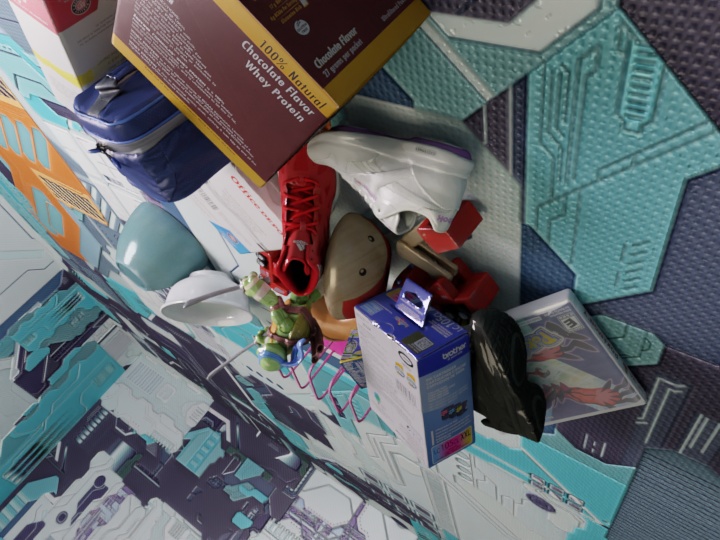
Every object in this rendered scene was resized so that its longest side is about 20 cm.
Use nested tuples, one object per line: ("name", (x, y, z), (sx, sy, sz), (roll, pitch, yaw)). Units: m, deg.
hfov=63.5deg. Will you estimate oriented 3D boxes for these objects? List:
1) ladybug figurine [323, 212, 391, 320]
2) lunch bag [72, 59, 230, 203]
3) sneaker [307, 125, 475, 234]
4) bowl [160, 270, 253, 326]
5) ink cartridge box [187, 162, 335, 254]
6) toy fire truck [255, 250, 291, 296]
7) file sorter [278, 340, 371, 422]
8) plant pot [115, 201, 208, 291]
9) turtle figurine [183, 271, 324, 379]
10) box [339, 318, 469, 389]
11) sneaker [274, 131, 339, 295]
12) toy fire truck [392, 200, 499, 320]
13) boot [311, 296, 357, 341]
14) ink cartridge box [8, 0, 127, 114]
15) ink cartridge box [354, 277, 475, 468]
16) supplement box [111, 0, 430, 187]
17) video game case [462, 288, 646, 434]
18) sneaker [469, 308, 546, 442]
("ladybug figurine", (0.000, 0.000, 0.759), (0.072, 0.136, 0.200), (11, 169, 6))
("lunch bag", (-0.216, -0.182, 0.654), (0.136, 0.200, 0.132), (24, 150, 37))
("sneaker", (0.016, -0.094, 0.601), (0.200, 0.075, 0.100), (20, 105, 36))
("bowl", (-0.335, 0.057, 1.289), (0.200, 0.091, 0.201), (0, 160, 0))
("ink cartridge box", (-0.152, -0.105, 0.829), (0.200, 0.086, 0.147), (-3, 132, 52))
("toy fire truck", (-0.107, 0.000, 0.985), (0.141, 0.049, 0.200), (32, 155, 9))
("file sorter", (-0.055, 0.183, 1.130), (0.200, 0.125, 0.139), (25, 151, 26))
("plant pot", (-0.461, -0.034, 1.297), (0.200, 0.135, 0.200), (30, 153, 17))
("turtle figurine", (-0.127, 0.043, 0.808), (0.200, 0.194, 0.144), (-3, 127, 35))
("box", (0.072, 0.106, 0.821), (0.200, 0.070, 0.064), (-18, 123, 33))
("sneaker", (-0.062, -0.064, 0.679), (0.078, 0.116, 0.200), (-4, 114, 1))
("toy fire truck", (0.089, -0.005, 0.702), (0.141, 0.049, 0.200), (49, 155, -17))
("boot", (0.008, 0.071, 0.925), (0.200, 0.074, 0.155), (28, 149, -6))
("ink cartridge box", (-0.294, -0.279, 0.658), (0.083, 0.145, 0.200), (35, 154, 9))
("ink cartridge box", (0.063, 0.111, 0.690), (0.136, 0.076, 0.200), (36, 144, 51))
("supplement box", (-0.089, -0.212, 0.513), (0.197, 0.133, 0.200), (44, 154, -12))
("video game case", (0.210, 0.123, 0.714), (0.200, 0.023, 0.182), (-27, 115, 36))
("sneaker", (0.153, 0.128, 0.681), (0.091, 0.076, 0.200), (-3, 125, 33))
